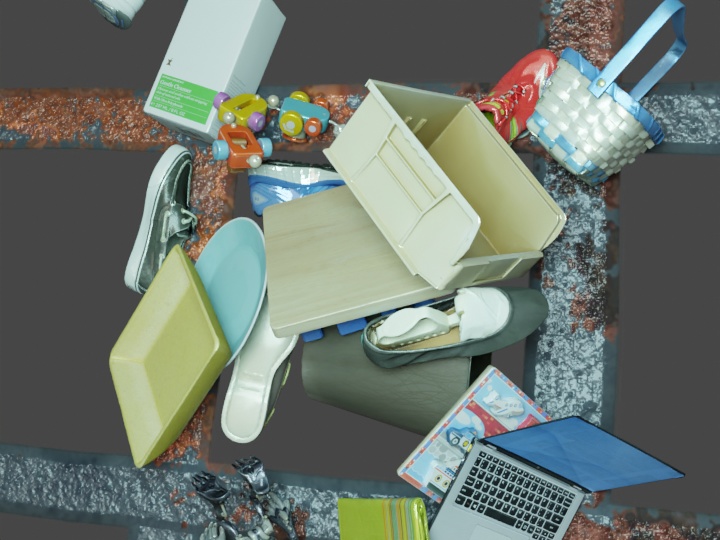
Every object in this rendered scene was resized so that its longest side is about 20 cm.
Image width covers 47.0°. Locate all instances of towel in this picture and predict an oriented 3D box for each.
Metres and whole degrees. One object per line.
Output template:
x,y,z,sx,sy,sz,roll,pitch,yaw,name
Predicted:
0.023,0.297,0.921,0.018,0.200,0.087,2,76,-26,towel

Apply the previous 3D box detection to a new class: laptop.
0.199,0.249,0.864,0.186,0.116,0.201,29,88,-29,laptop

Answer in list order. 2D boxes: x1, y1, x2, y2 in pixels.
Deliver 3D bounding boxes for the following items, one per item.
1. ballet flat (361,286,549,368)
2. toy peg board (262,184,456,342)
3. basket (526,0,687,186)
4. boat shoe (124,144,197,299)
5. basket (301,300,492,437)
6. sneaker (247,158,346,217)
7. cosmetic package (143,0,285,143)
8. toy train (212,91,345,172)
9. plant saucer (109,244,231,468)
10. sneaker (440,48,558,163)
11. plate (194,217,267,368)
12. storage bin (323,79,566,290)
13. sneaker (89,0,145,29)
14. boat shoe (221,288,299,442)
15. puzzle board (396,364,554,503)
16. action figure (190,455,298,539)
0.092,0.056,0.846,0.198,0.068,0.069,-18,59,14,ballet flat
0.000,0.000,0.953,0.198,0.098,0.200,-15,44,4,toy peg board
0.289,-0.201,0.933,0.200,0.176,0.139,-44,71,14,basket
-0.247,-0.062,1.089,0.063,0.071,0.202,17,93,15,boat shoe
0.043,0.110,0.963,0.198,0.136,0.182,6,110,19,basket
-0.045,-0.088,1.051,0.198,0.079,0.090,6,105,8,sneaker
-0.191,-0.276,1.099,0.107,0.085,0.202,19,87,18,cosmetic package
-0.106,-0.164,1.029,0.150,0.199,0.056,52,138,35,toy train
-0.228,0.104,1.013,0.201,0.048,0.200,-55,41,20,plant saucer
0.172,-0.189,1.003,0.077,0.085,0.200,42,92,14,sneaker
-0.164,0.033,1.029,0.199,0.025,0.202,-25,56,44,plate
0.095,-0.086,0.868,0.094,0.199,0.199,-47,67,29,storage bin
-0.378,-0.427,1.181,0.200,0.075,0.087,39,79,9,sneaker
-0.120,0.113,1.033,0.071,0.060,0.202,16,86,4,boat shoe
0.152,0.211,0.908,0.151,0.200,0.017,-49,32,1,puzzle board
-0.127,0.313,0.984,0.118,0.102,0.202,-23,117,-19,action figure
